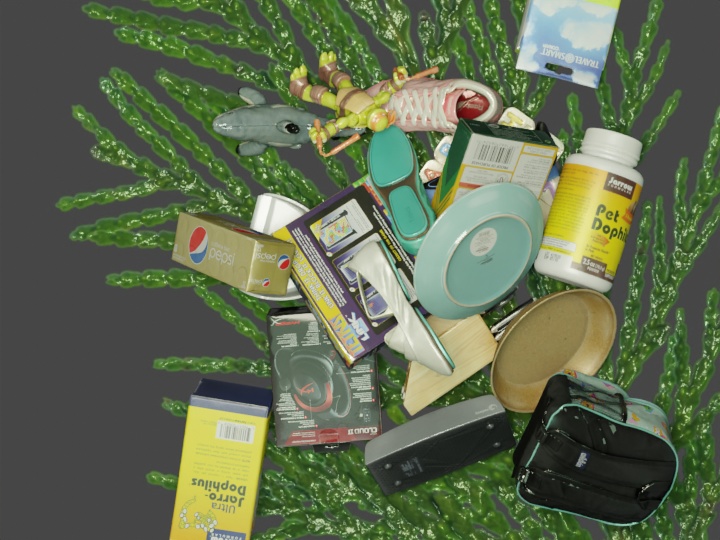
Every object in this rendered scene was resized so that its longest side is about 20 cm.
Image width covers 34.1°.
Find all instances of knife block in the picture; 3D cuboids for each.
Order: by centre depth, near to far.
[{"bbox_3d":[0.155,0.107,1.600,0.173,0.064,0.203,11,95,0],"label":"knife block"}]

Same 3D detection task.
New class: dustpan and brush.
[{"bbox_3d":[-0.058,-0.014,1.588,0.197,0.057,0.142,15,91,-7],"label":"dustpan and brush"}]

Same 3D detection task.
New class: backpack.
[{"bbox_3d":[0.317,0.238,1.563,0.197,0.154,0.178,20,114,0],"label":"backpack"}]

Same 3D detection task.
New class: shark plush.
[{"bbox_3d":[-0.095,-0.181,1.559,0.197,0.083,0.092,15,96,-2],"label":"shark plush"}]

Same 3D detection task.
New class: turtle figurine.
[{"bbox_3d":[-0.006,-0.225,1.527,0.199,0.065,0.161,-40,55,-16],"label":"turtle figurine"}]

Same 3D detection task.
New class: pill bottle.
[{"bbox_3d":[0.307,-0.080,1.553,0.108,0.109,0.203,17,90,-2],"label":"pill bottle"}]

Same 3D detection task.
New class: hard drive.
[{"bbox_3d":[0.107,0.235,1.590,0.198,0.135,0.043,-22,57,3],"label":"hard drive"}]

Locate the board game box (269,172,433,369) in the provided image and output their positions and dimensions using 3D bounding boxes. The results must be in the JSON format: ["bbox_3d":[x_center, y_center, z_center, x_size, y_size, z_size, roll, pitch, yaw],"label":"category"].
[{"bbox_3d":[0.000,0.000,1.537,0.164,0.057,0.201,-31,81,-11],"label":"board game box"}]

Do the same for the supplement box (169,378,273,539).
[{"bbox_3d":[-0.187,0.263,1.596,0.108,0.109,0.203,9,96,-1],"label":"supplement box"}]

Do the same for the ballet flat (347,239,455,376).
[{"bbox_3d":[0.046,0.057,1.470,0.069,0.069,0.202,-31,73,4],"label":"ballet flat"}]

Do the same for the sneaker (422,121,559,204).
[{"bbox_3d":[0.164,-0.140,1.558,0.197,0.070,0.079,-15,101,-7],"label":"sneaker"}]

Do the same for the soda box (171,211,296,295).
[{"bbox_3d":[-0.167,-0.023,1.522,0.063,0.199,0.069,7,99,-38],"label":"soda box"}]

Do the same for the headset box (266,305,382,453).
[{"bbox_3d":[-0.047,0.150,1.600,0.146,0.075,0.203,-5,96,0],"label":"headset box"}]

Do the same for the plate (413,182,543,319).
[{"bbox_3d":[0.156,-0.017,1.483,0.198,0.026,0.202,-18,131,-22],"label":"plate"}]

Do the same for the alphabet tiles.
[{"bbox_3d":[0.186,-0.116,1.602,0.195,0.015,0.201,35,96,-3],"label":"alphabet tiles"}]

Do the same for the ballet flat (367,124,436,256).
[{"bbox_3d":[0.054,-0.096,1.510,0.066,0.071,0.202,-19,53,5],"label":"ballet flat"}]

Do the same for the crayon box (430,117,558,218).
[{"bbox_3d":[0.158,-0.087,1.504,0.124,0.052,0.202,6,119,-22],"label":"crayon box"}]

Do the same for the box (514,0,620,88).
[{"bbox_3d":[0.281,-0.354,1.558,0.120,0.048,0.203,13,96,-1],"label":"box"}]

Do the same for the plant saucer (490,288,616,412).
[{"bbox_3d":[0.252,0.100,1.575,0.198,0.036,0.202,-16,130,-20],"label":"plant saucer"}]

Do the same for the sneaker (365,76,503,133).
[{"bbox_3d":[0.089,-0.219,1.542,0.197,0.105,0.077,1,96,6],"label":"sneaker"}]
